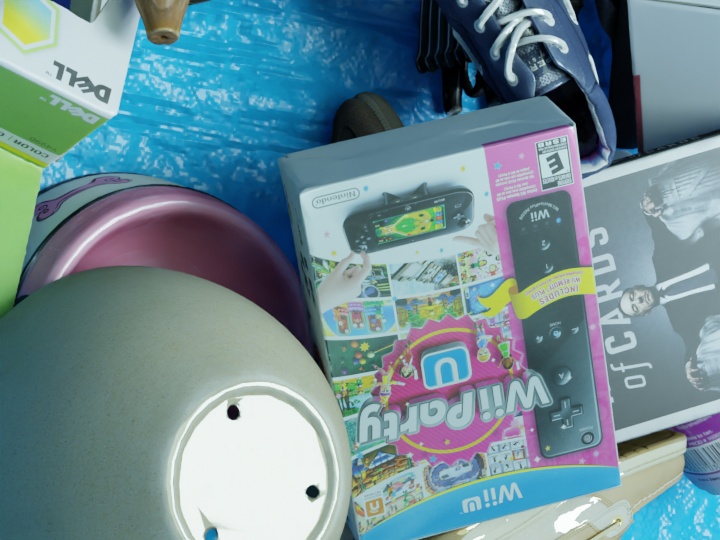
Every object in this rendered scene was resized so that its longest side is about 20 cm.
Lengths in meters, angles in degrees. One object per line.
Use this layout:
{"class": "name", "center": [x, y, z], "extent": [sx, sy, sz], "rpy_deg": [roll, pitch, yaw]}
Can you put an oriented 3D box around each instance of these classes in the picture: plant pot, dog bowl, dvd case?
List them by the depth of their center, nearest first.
{"class": "plant pot", "center": [-0.081, 0.097, 1.029], "extent": [0.199, 0.134, 0.202], "rpy_deg": [1, 88, -32]}
{"class": "dog bowl", "center": [-0.109, 0.046, 1.134], "extent": [0.199, 0.074, 0.202], "rpy_deg": [2, 86, -32]}
{"class": "dvd case", "center": [0.169, 0.009, 1.215], "extent": [0.198, 0.025, 0.151], "rpy_deg": [-16, 95, -4]}

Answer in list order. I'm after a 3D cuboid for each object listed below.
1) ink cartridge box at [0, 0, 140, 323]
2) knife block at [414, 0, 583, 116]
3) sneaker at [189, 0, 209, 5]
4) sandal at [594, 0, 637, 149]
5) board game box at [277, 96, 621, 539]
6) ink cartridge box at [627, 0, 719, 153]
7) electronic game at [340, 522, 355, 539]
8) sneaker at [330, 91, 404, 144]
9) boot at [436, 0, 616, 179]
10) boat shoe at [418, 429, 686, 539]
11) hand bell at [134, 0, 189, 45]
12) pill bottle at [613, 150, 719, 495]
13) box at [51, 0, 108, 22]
{"class": "ink cartridge box", "center": [-0.194, -0.090, 1.055], "extent": [0.147, 0.076, 0.201], "rpy_deg": [26, 56, -28]}
{"class": "knife block", "center": [0.100, -0.186, 1.280], "extent": [0.176, 0.064, 0.200], "rpy_deg": [50, 65, -21]}
{"class": "sneaker", "center": [-0.035, -0.182, 1.166], "extent": [0.200, 0.071, 0.098], "rpy_deg": [-30, 67, -19]}
{"class": "sandal", "center": [0.150, -0.169, 1.287], "extent": [0.042, 0.076, 0.202], "rpy_deg": [5, 107, 8]}
{"class": "board game box", "center": [0.048, 0.028, 1.122], "extent": [0.146, 0.064, 0.201], "rpy_deg": [-14, 112, -9]}
{"class": "ink cartridge box", "center": [0.220, -0.180, 1.279], "extent": [0.146, 0.082, 0.201], "rpy_deg": [76, 29, -53]}
{"class": "electronic game", "center": [0.058, 0.157, 1.250], "extent": [0.199, 0.042, 0.202], "rpy_deg": [2, 86, -32]}
{"class": "sneaker", "center": [0.000, 0.000, 1.197], "extent": [0.075, 0.070, 0.202], "rpy_deg": [-8, 77, -19]}
{"class": "boot", "center": [0.080, -0.139, 1.141], "extent": [0.072, 0.091, 0.200], "rpy_deg": [-31, 130, 8]}
{"class": "boat shoe", "center": [0.108, 0.143, 1.225], "extent": [0.199, 0.073, 0.070], "rpy_deg": [-19, 102, -34]}
{"class": "hand bell", "center": [-0.101, -0.204, 1.099], "extent": [0.103, 0.104, 0.202], "rpy_deg": [10, 64, -31]}
{"class": "pill bottle", "center": [0.186, 0.029, 1.294], "extent": [0.200, 0.112, 0.112], "rpy_deg": [49, 65, -20]}
{"class": "box", "center": [-0.183, -0.212, 1.030], "extent": [0.199, 0.032, 0.122], "rpy_deg": [28, 61, 3]}
